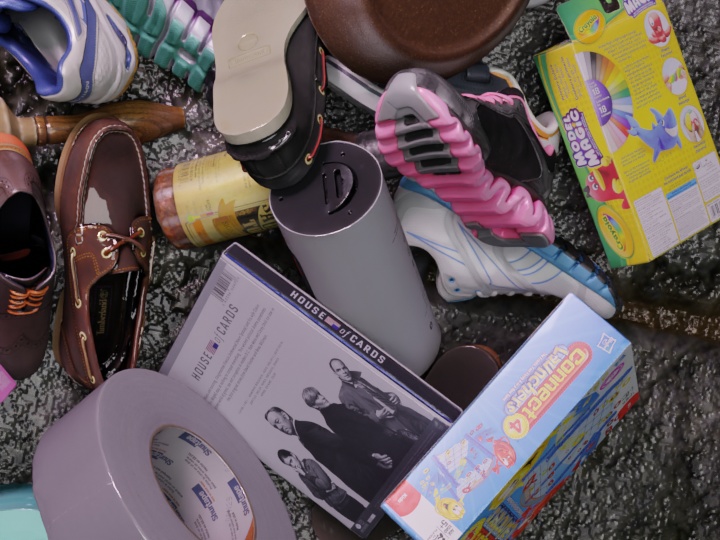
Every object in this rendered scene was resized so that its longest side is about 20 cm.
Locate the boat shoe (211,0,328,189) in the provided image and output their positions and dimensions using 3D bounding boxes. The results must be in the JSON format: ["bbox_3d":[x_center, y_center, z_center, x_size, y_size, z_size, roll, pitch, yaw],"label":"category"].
[{"bbox_3d":[-0.060,-0.141,1.048,0.073,0.202,0.063,-14,135,17],"label":"boat shoe"}]

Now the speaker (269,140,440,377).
[{"bbox_3d":[0.000,0.000,1.076,0.081,0.200,0.082,-8,54,11],"label":"speaker"}]

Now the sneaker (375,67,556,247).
[{"bbox_3d":[0.080,-0.094,1.051,0.200,0.079,0.096,41,62,-49],"label":"sneaker"}]

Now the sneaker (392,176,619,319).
[{"bbox_3d":[0.103,-0.005,1.165,0.199,0.075,0.087,30,99,-5],"label":"sneaker"}]

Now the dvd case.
[{"bbox_3d":[-0.042,0.090,1.093,0.200,0.025,0.151,37,131,4],"label":"dvd case"}]

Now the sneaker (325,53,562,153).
[{"bbox_3d":[0.063,-0.128,1.139,0.199,0.078,0.080,27,94,-21],"label":"sneaker"}]

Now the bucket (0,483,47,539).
[{"bbox_3d":[-0.247,0.253,1.081,0.205,0.135,0.209,-1,95,-9],"label":"bucket"}]

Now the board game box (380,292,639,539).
[{"bbox_3d":[0.116,0.129,1.103,0.056,0.200,0.196,41,87,19],"label":"board game box"}]

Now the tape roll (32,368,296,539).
[{"bbox_3d":[-0.130,0.168,1.042,0.066,0.200,0.200,-38,100,19],"label":"tape roll"}]

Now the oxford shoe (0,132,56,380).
[{"bbox_3d":[-0.246,0.007,1.060,0.071,0.073,0.201,-17,131,-22],"label":"oxford shoe"}]

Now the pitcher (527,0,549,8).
[{"bbox_3d":[0.060,-0.245,1.119,0.199,0.121,0.172,-33,114,-17],"label":"pitcher"}]

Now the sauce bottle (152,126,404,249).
[{"bbox_3d":[-0.050,-0.066,1.098,0.199,0.066,0.067,-14,97,15],"label":"sauce bottle"}]

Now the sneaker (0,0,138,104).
[{"bbox_3d":[-0.235,-0.203,1.056,0.075,0.088,0.200,-42,83,27],"label":"sneaker"}]

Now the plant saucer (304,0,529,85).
[{"bbox_3d":[0.054,-0.217,1.033,0.199,0.037,0.202,-13,119,-26],"label":"plant saucer"}]

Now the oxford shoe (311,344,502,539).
[{"bbox_3d":[0.042,0.138,1.162,0.071,0.071,0.200,45,102,9],"label":"oxford shoe"}]

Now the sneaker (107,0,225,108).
[{"bbox_3d":[-0.121,-0.192,1.120,0.200,0.074,0.088,43,55,-4],"label":"sneaker"}]

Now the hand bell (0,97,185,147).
[{"bbox_3d":[-0.225,-0.103,1.099,0.199,0.104,0.105,-9,96,-22],"label":"hand bell"}]

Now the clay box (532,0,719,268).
[{"bbox_3d":[0.206,-0.116,1.157,0.115,0.047,0.201,-26,98,-36],"label":"clay box"}]

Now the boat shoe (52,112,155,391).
[{"bbox_3d":[-0.178,-0.009,1.088,0.070,0.070,0.202,-7,110,-32],"label":"boat shoe"}]

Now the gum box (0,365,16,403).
[{"bbox_3d":[-0.358,0.101,1.065,0.199,0.066,0.114,-36,98,11],"label":"gum box"}]
